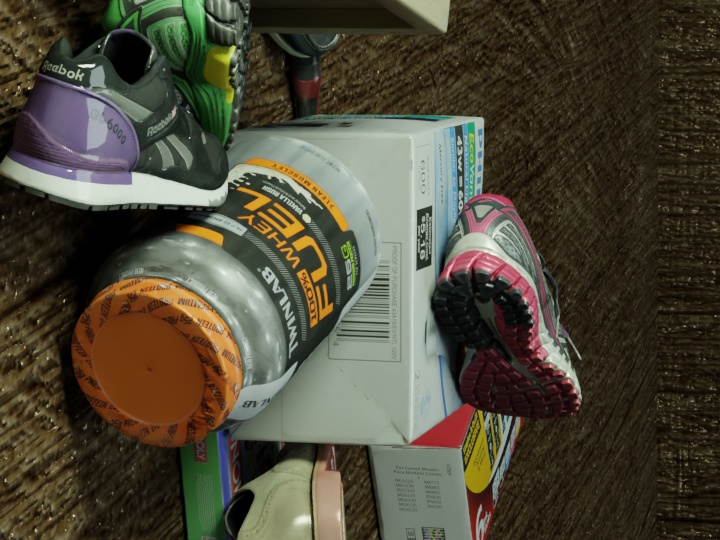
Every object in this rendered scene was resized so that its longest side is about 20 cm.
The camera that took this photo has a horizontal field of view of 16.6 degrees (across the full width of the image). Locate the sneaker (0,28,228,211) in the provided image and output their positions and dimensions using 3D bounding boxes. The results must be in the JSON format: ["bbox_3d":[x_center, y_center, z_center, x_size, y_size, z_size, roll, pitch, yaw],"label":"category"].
[{"bbox_3d":[-0.114,-0.082,1.317,0.200,0.076,0.088,-10,118,-70],"label":"sneaker"}]

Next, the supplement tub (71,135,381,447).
[{"bbox_3d":[-0.077,0.012,1.413,0.200,0.122,0.123,-49,140,-55],"label":"supplement tub"}]

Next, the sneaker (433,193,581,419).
[{"bbox_3d":[0.102,0.032,1.601,0.200,0.080,0.075,72,24,-53],"label":"sneaker"}]

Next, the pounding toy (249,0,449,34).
[{"bbox_3d":[-0.046,-0.221,1.457,0.200,0.184,0.142,22,72,-66],"label":"pounding toy"}]

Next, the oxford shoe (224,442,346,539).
[{"bbox_3d":[-0.050,0.143,1.565,0.200,0.074,0.071,-124,-150,-83],"label":"oxford shoe"}]

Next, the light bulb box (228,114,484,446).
[{"bbox_3d":[0.000,0.000,1.610,0.200,0.125,0.199,-25,116,-72],"label":"light bulb box"}]

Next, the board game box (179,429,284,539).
[{"bbox_3d":[-0.084,0.080,1.600,0.135,0.029,0.200,-54,143,-66],"label":"board game box"}]

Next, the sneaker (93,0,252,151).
[{"bbox_3d":[-0.106,-0.126,1.409,0.200,0.085,0.078,97,1,-71],"label":"sneaker"}]

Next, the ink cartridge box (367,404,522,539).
[{"bbox_3d":[0.072,0.120,2.081,0.200,0.084,0.176,-67,154,-51],"label":"ink cartridge box"}]

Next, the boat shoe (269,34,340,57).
[{"bbox_3d":[-0.032,-0.219,1.649,0.075,0.066,0.200,-47,141,-38],"label":"boat shoe"}]

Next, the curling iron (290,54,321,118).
[{"bbox_3d":[-0.032,-0.142,1.759,0.050,0.026,0.200,-27,122,-30],"label":"curling iron"}]
